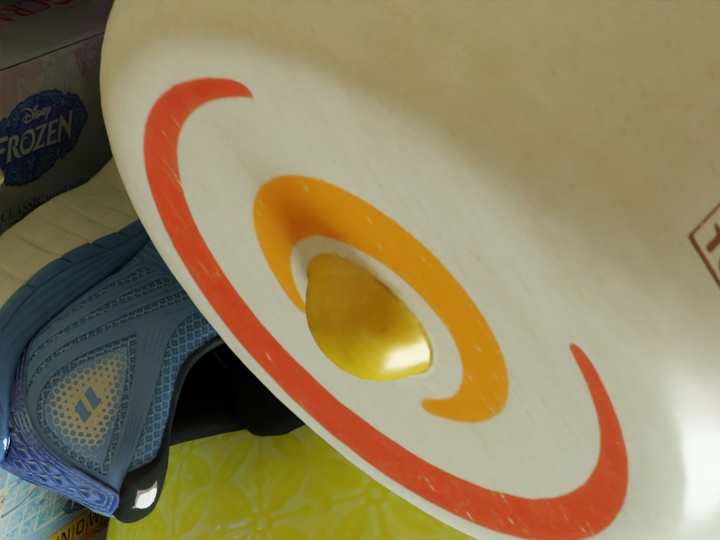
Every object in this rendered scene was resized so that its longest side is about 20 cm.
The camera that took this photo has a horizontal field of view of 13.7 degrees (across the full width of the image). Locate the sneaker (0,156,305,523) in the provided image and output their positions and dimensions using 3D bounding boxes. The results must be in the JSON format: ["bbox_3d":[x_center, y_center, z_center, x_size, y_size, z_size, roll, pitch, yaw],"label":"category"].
[{"bbox_3d":[-0.032,0.001,0.810,0.200,0.089,0.079,-48,168,-39],"label":"sneaker"}]

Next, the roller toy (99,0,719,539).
[{"bbox_3d":[0.038,-0.029,0.679,0.140,0.182,0.200,-47,168,-25],"label":"roller toy"}]

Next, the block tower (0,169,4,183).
[{"bbox_3d":[-0.189,0.001,0.747,0.200,0.054,0.058,-26,-179,19],"label":"block tower"}]

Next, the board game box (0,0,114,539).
[{"bbox_3d":[-0.086,0.010,0.884,0.041,0.200,0.200,18,-158,22],"label":"board game box"}]

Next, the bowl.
[{"bbox_3d":[0.010,0.046,0.887,0.200,0.108,0.200,-15,175,-1],"label":"bowl"}]
